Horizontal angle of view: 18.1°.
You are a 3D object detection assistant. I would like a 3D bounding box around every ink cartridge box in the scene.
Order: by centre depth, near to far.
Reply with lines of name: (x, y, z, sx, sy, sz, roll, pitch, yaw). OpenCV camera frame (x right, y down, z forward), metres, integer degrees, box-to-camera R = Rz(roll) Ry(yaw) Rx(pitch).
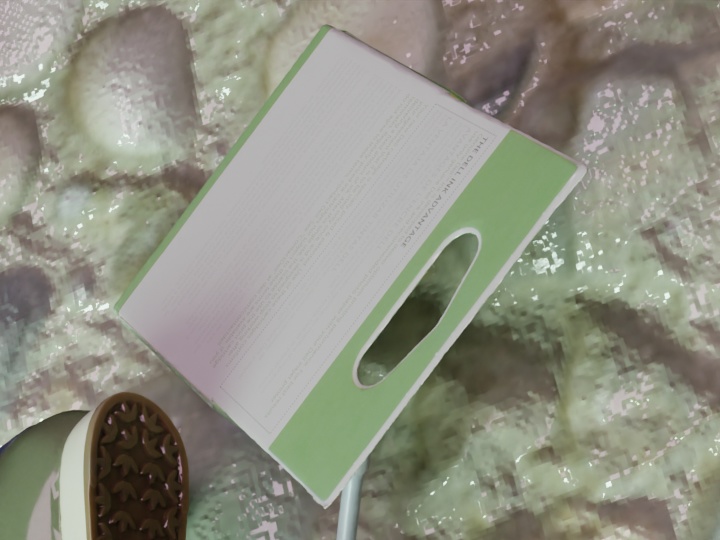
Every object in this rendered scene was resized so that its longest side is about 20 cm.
ink cartridge box: (0.000, 0.000, 0.824, 0.146, 0.048, 0.200, -53, 35, -1)

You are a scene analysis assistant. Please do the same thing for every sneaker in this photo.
sneaker: (-0.113, 0.146, 0.786, 0.089, 0.067, 0.202, -14, 62, 39)

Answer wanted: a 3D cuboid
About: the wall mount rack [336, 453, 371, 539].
wall mount rack: (0.012, 0.159, 0.776, 0.199, 0.075, 0.174, 29, 85, 35)
